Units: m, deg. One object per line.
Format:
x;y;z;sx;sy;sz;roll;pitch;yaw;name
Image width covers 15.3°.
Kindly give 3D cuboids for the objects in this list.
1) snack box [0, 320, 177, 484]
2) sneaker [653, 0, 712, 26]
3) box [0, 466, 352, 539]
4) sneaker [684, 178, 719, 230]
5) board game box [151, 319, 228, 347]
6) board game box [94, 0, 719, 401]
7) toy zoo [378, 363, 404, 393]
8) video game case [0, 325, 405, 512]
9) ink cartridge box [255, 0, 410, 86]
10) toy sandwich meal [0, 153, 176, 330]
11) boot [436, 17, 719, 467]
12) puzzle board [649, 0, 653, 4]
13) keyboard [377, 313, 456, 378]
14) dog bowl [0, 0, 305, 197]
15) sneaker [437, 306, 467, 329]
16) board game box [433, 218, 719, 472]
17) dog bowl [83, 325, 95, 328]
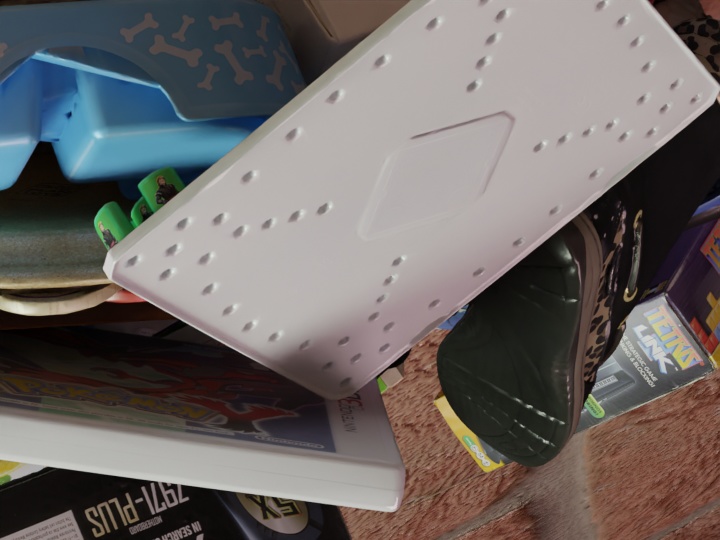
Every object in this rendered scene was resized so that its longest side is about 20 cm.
-0.159;0.078;1.384;0.142;0.053;0.200;-34;162;16;snack box
0.151;-0.078;1.392;0.099;0.078;0.200;-26;162;1;sneaker
-0.134;0.134;1.209;0.200;0.086;0.164;-20;176;-36;box
0.204;-0.057;1.301;0.200;0.070;0.078;-25;143;20;sneaker
0.000;0.000;1.280;0.200;0.041;0.200;-25;-176;42;board game box
0.022;-0.043;0.983;0.200;0.026;0.200;-39;153;9;board game box
-0.060;0.090;1.434;0.200;0.020;0.131;-36;-170;10;toy zoo
-0.087;0.053;1.088;0.200;0.023;0.182;8;-171;-5;video game case
0.015;-0.100;1.099;0.145;0.084;0.200;-23;162;-20;ink cartridge box
-0.123;0.001;1.068;0.205;0.070;0.205;-1;-167;0;toy sandwich meal
0.110;-0.009;1.200;0.154;0.073;0.204;-46;161;-27;boot
0.132;-0.152;1.076;0.151;0.017;0.200;-61;178;-17;puzzle board
0.013;0.036;1.321;0.200;0.040;0.104;-26;-176;44;keyboard
-0.114;-0.060;0.968;0.200;0.050;0.111;-5;169;-17;dog bowl
0.067;-0.002;1.467;0.076;0.077;0.200;-25;165;-17;sneaker
0.150;0.014;1.487;0.165;0.057;0.200;-29;-167;36;board game box
-0.206;0.058;1.212;0.200;0.050;0.111;-11;163;-17;dog bowl
